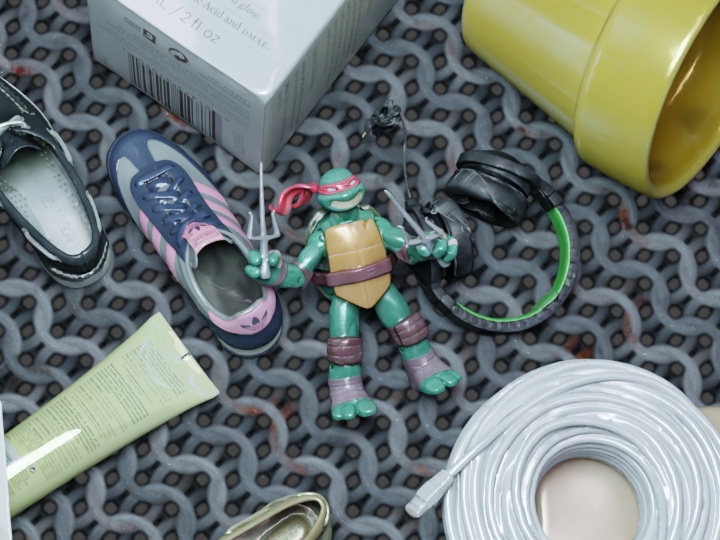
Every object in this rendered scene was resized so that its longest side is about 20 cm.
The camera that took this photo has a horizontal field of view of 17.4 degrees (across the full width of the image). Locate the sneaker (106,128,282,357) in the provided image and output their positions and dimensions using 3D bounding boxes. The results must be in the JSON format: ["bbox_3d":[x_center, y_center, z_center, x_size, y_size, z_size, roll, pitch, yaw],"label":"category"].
[{"bbox_3d":[-0.121,-0.032,1.731,0.070,0.082,0.200,-36,77,-10],"label":"sneaker"}]

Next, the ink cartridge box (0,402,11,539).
[{"bbox_3d":[-0.345,0.154,1.632,0.200,0.067,0.117,-14,72,20],"label":"ink cartridge box"}]

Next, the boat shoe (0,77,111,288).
[{"bbox_3d":[-0.250,-0.080,1.751,0.076,0.060,0.200,-37,78,-12],"label":"boat shoe"}]

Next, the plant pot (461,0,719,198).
[{"bbox_3d":[0.186,-0.183,1.743,0.189,0.201,0.201,30,74,21],"label":"plant pot"}]

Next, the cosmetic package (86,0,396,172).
[{"bbox_3d":[-0.079,-0.215,1.746,0.165,0.165,0.200,34,74,6],"label":"cosmetic package"}]

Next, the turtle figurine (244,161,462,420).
[{"bbox_3d":[0.000,0.000,1.698,0.149,0.101,0.200,-14,104,7],"label":"turtle figurine"}]

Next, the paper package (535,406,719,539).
[{"bbox_3d":[0.212,0.196,1.667,0.200,0.103,0.191,-1,73,-2],"label":"paper package"}]

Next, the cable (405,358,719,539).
[{"bbox_3d":[0.154,0.161,1.587,0.200,0.069,0.200,37,73,9],"label":"cable"}]

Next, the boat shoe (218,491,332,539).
[{"bbox_3d":[-0.103,0.228,1.662,0.201,0.063,0.073,-35,77,-12],"label":"boat shoe"}]

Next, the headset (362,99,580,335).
[{"bbox_3d":[0.079,-0.044,1.738,0.123,0.094,0.200,-44,91,-14],"label":"headset"}]

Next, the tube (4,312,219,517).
[{"bbox_3d":[-0.204,0.116,1.704,0.200,0.052,0.058,-36,119,-16],"label":"tube"}]
